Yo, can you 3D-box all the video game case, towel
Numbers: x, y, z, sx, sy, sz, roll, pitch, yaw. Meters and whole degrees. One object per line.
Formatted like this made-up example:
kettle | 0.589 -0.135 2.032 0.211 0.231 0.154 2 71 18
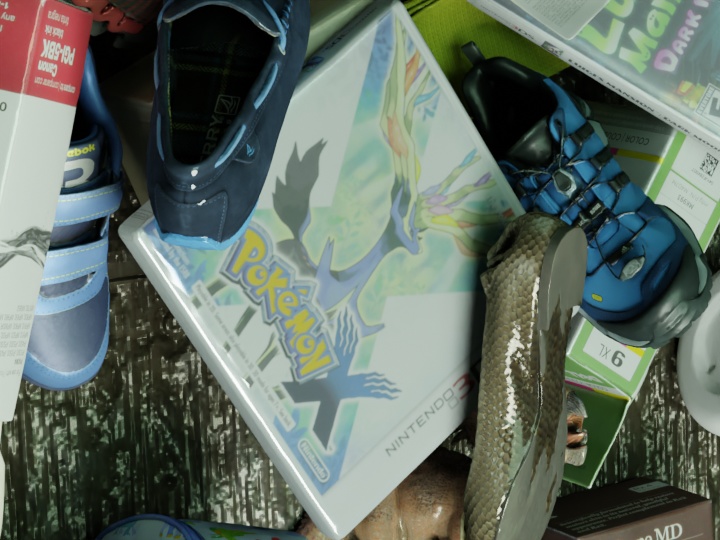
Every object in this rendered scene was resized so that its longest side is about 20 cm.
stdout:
video game case | 0.000 0.000 1.354 0.182 0.022 0.200 -42 117 -20
towel | 0.111 -0.148 1.504 0.199 0.018 0.086 -29 124 -13
video game case | 0.179 -0.183 1.478 0.181 0.023 0.201 30 77 -3

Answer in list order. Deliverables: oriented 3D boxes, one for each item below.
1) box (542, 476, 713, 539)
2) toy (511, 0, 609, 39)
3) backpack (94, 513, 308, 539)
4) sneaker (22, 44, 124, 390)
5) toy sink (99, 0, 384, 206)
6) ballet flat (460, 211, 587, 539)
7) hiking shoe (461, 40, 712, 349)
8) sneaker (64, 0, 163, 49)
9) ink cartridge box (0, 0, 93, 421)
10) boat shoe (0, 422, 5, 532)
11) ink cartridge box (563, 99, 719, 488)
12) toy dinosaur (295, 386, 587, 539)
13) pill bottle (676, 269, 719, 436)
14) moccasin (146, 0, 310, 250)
box | 0.151 0.230 1.588 0.100 0.075 0.201 -13 102 -30
toy | 0.068 -0.207 1.437 0.115 0.200 0.047 -46 160 -17
backpack | -0.096 0.222 1.368 0.146 0.183 0.201 10 80 -29
sneaker | -0.155 -0.034 1.348 0.074 0.082 0.201 -18 107 -31
toy sink | -0.029 -0.032 1.410 0.130 0.112 0.201 -34 113 -22
ballet flat | 0.074 0.066 1.379 0.067 0.046 0.201 -28 129 -57
hiking shoe | 0.108 -0.035 1.434 0.074 0.200 0.087 -46 134 11
sneaker | -0.130 -0.189 1.315 0.098 0.071 0.201 -32 129 9
ink cartridge box | -0.219 -0.039 1.266 0.146 0.083 0.201 11 91 10
boat shoe | -0.211 0.050 1.333 0.062 0.073 0.201 -9 107 -34
ink cartridge box | 0.122 0.009 1.516 0.059 0.104 0.201 30 82 -31
toy dinosaur | 0.035 0.121 1.479 0.199 0.086 0.136 -7 94 14
pill bottle | 0.291 0.067 1.627 0.199 0.111 0.111 20 87 -32
moccasin | -0.057 -0.105 1.282 0.080 0.068 0.201 1 57 1
